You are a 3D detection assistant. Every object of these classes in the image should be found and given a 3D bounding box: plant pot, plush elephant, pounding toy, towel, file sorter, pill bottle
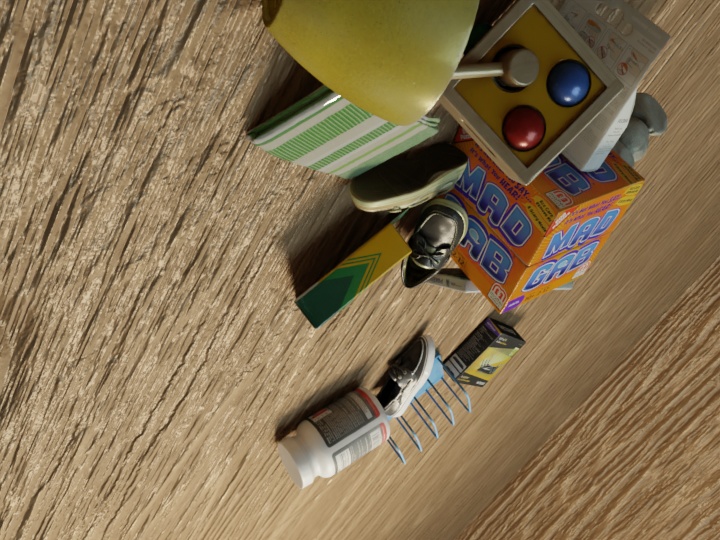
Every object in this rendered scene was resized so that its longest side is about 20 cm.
[{"bbox_3d":[-0.004,-0.239,0.648,0.139,0.202,0.202,8,131,-22],"label":"plant pot"},{"bbox_3d":[0.385,-0.205,1.191,0.163,0.155,0.202,-34,151,-20],"label":"plush elephant"},{"bbox_3d":[0.169,-0.218,0.887,0.184,0.200,0.142,-44,-173,8],"label":"pounding toy"},{"bbox_3d":[-0.014,-0.155,0.849,0.151,0.024,0.199,-24,164,30],"label":"towel"},{"bbox_3d":[0.128,0.302,1.641,0.199,0.123,0.139,-36,152,-8],"label":"file sorter"},{"bbox_3d":[-0.051,0.317,1.442,0.198,0.116,0.117,-27,150,-24],"label":"pill bottle"}]

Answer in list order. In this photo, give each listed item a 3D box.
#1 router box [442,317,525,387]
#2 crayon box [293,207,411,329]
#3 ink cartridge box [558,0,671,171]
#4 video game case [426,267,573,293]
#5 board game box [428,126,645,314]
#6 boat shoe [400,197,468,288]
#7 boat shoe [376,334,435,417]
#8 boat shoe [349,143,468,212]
[{"bbox_3d":[0.289,0.194,1.765,0.158,0.052,0.199,-48,152,12],"label":"router box"},{"bbox_3d":[0.000,0.000,1.064,0.199,0.052,0.126,-40,180,-4],"label":"crayon box"},{"bbox_3d":[0.302,-0.260,1.006,0.047,0.161,0.202,-10,140,-41],"label":"ink cartridge box"},{"bbox_3d":[0.213,0.014,1.242,0.196,0.182,0.023,-1,95,-21],"label":"video game case"},{"bbox_3d":[0.246,-0.100,1.122,0.197,0.201,0.202,-19,146,-34],"label":"board game box"},{"bbox_3d":[0.102,-0.031,1.098,0.201,0.071,0.067,113,2,-64],"label":"boat shoe"},{"bbox_3d":[0.081,0.211,1.518,0.065,0.070,0.202,8,125,-31],"label":"boat shoe"},{"bbox_3d":[0.064,-0.113,1.018,0.199,0.073,0.064,-29,147,-38],"label":"boat shoe"}]
